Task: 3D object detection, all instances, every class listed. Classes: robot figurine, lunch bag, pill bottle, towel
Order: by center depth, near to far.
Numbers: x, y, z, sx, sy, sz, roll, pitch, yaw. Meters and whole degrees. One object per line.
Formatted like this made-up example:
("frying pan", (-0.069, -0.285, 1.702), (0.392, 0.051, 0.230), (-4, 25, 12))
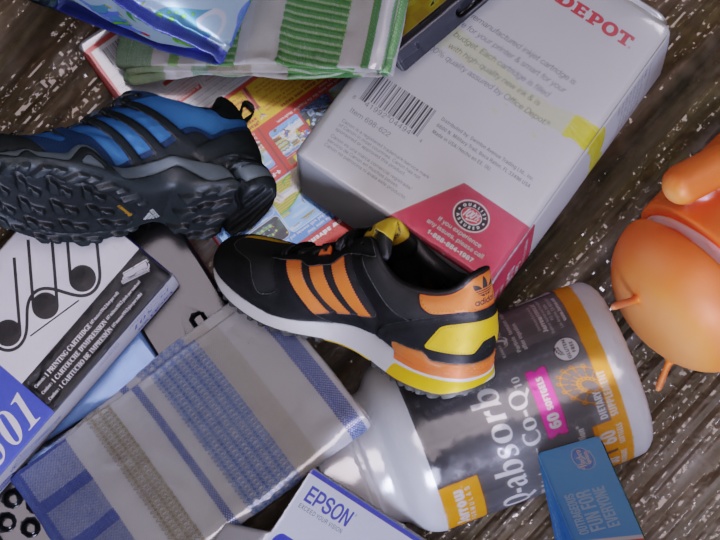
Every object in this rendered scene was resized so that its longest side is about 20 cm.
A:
("lunch bag", (-0.130, -0.229, 1.703), (0.127, 0.200, 0.170), (29, 86, -28))
("towel", (-0.102, 0.108, 1.706), (0.200, 0.024, 0.147), (-38, 47, -5))
("towel", (-0.053, -0.184, 1.721), (0.200, 0.023, 0.153), (2, 73, 33))
("pill bottle", (0.069, 0.092, 1.737), (0.200, 0.116, 0.116), (-22, 89, -4))
("robot figurine", (0.234, -0.020, 1.741), (0.117, 0.144, 0.200), (44, 75, 6))

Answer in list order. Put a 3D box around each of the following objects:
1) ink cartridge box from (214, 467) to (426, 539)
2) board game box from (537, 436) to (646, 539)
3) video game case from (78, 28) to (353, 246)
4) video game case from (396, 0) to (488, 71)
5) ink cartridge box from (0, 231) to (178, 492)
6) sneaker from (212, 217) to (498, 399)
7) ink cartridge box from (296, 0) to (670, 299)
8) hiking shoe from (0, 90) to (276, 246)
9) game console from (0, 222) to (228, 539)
("ink cartridge box", (-0.040, 0.229, 1.702), (0.047, 0.198, 0.200), (27, 82, 42))
("board game box", (0.156, 0.222, 1.678), (0.040, 0.153, 0.200), (-15, 122, -2))
("video game case", (-0.063, -0.101, 1.786), (0.143, 0.017, 0.200), (-35, 90, -4))
("video game case", (0.035, -0.240, 1.741), (0.181, 0.026, 0.200), (-40, 56, -4))
("ink cartridge box", (-0.211, 0.052, 1.739), (0.094, 0.044, 0.200), (40, 85, 7))
("sneaker", (0.000, 0.000, 1.687), (0.200, 0.070, 0.090), (24, 122, 30))
("ink cartridge box", (0.076, -0.098, 1.735), (0.145, 0.083, 0.200), (34, 78, 10))
("hiking shoe", (-0.152, -0.067, 1.716), (0.200, 0.074, 0.087), (4, 51, -29))
("game console", (-0.157, 0.088, 1.768), (0.200, 0.031, 0.177), (-32, 90, -4))
